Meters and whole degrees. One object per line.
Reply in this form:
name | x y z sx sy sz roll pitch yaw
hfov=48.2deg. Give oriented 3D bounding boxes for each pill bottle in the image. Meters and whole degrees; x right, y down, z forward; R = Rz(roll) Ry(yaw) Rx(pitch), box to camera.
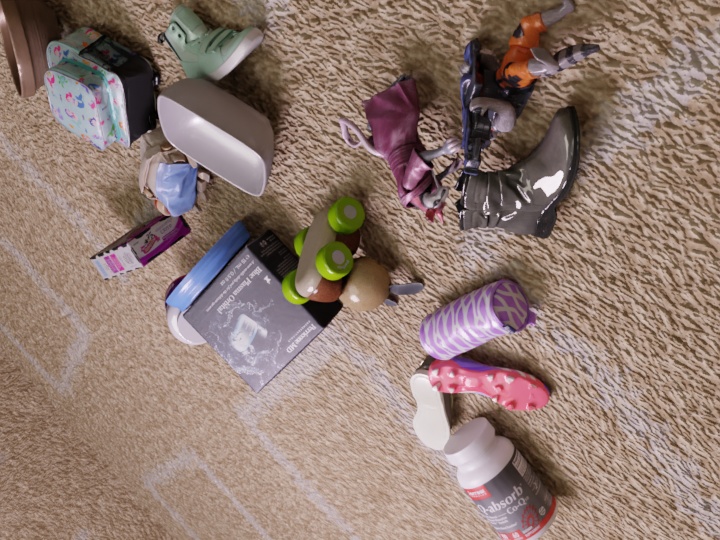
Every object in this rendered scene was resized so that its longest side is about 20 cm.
pill bottle | 0.237 0.359 1.376 0.201 0.116 0.116 51 143 -7
pill bottle | -0.336 0.081 1.625 0.113 0.112 0.200 61 172 -19

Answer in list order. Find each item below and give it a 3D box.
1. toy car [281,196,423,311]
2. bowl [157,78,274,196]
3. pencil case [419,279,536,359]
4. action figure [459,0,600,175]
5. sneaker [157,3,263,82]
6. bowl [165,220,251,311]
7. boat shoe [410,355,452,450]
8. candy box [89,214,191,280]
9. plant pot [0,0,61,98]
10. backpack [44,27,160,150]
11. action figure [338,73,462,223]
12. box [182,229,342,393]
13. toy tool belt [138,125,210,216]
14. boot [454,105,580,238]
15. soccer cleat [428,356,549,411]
toy car | 0.000 0.000 1.302 0.198 0.160 0.164 25 152 -20
bowl | -0.219 -0.219 1.279 0.198 0.075 0.200 30 163 -1
pencil case | 0.173 0.078 1.217 0.085 0.085 0.199 26 151 -23
action figure | 0.172 -0.195 0.911 0.103 0.203 0.194 15 152 -15
sneaker | -0.233 -0.352 1.215 0.199 0.074 0.119 -9 123 51
bowl | -0.275 -0.005 1.475 0.039 0.201 0.200 42 144 -6
boat shoe | 0.130 0.235 1.415 0.071 0.061 0.204 11 133 23
candy box | -0.458 -0.052 1.666 0.199 0.136 0.061 -14 112 49
plant pot | -0.601 -0.424 1.472 0.201 0.092 0.203 44 141 50
backpack | -0.470 -0.324 1.427 0.199 0.150 0.179 36 144 22
action figure | 0.056 -0.146 1.038 0.134 0.147 0.202 59 -165 -67
box | -0.176 0.073 1.452 0.200 0.117 0.197 45 113 -2
toy tool belt | -0.331 -0.157 1.459 0.122 0.124 0.202 37 144 26
boot | 0.186 -0.114 0.983 0.129 0.068 0.201 5 138 -3
soccer cleat | 0.206 0.173 1.291 0.197 0.076 0.068 7 113 19
